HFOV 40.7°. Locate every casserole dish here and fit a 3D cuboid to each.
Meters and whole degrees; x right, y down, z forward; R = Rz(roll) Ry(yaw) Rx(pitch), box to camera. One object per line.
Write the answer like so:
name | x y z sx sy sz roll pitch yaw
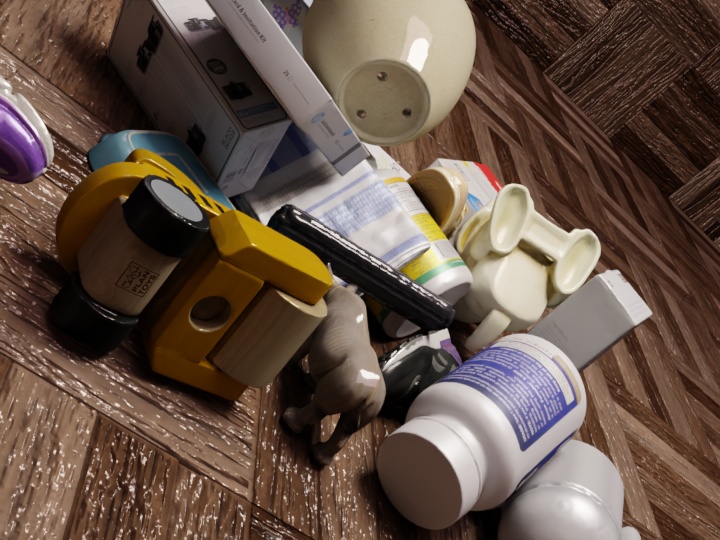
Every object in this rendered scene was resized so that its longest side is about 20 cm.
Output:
casserole dish | -0.157 -0.056 0.862 0.201 0.039 0.121 53 23 11

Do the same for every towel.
towel | -0.038 -0.063 0.983 0.201 0.146 0.024 53 -20 15

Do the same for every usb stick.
usb stick | 0.000 0.000 0.913 0.199 0.055 0.033 31 67 -17

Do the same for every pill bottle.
pill bottle | 0.109 0.146 0.881 0.199 0.120 0.120 -25 74 -47
pill bottle | 0.024 -0.038 1.054 0.201 0.113 0.113 56 25 16

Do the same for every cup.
cup | 0.029 -0.215 1.052 0.200 0.200 0.144 38 30 -22

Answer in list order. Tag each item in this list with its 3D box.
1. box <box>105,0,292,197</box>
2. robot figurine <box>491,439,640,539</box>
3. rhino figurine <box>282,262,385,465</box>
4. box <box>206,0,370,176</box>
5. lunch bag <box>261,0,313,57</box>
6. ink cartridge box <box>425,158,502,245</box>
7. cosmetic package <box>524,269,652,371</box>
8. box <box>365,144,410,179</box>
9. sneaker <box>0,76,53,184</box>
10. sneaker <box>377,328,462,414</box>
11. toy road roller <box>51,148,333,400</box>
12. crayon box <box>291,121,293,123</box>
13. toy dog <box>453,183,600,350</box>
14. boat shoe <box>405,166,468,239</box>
box | -0.160 -0.180 0.932 0.060 0.117 0.201 -24 72 -39
robot figurine | 0.194 0.238 0.932 0.168 0.114 0.200 23 21 10
rhino figurine | -0.026 0.065 0.844 0.060 0.087 0.201 34 26 -33
box | -0.065 -0.179 0.906 0.156 0.041 0.200 54 5 12
lunch bag | -0.059 -0.341 1.261 0.170 0.200 0.127 53 24 8
ink cartridge box | 0.163 -0.100 1.447 0.117 0.067 0.200 56 24 14
cosmetic package | 0.228 0.089 1.107 0.074 0.200 0.101 54 25 13
box | 0.008 -0.126 1.257 0.200 0.036 0.145 40 25 -15
sneaker | -0.309 -0.104 0.655 0.199 0.081 0.084 26 48 -28
sneaker | 0.062 0.113 0.949 0.088 0.076 0.200 59 25 9
toy road roller | -0.133 -0.009 0.737 0.199 0.123 0.146 30 19 -36
crayon box | -0.117 -0.226 1.141 0.200 0.052 0.126 50 37 4
toy dog | 0.161 0.012 1.139 0.139 0.195 0.200 22 -12 -14
boat shoe | 0.086 -0.071 1.120 0.069 0.200 0.074 -26 80 -22
